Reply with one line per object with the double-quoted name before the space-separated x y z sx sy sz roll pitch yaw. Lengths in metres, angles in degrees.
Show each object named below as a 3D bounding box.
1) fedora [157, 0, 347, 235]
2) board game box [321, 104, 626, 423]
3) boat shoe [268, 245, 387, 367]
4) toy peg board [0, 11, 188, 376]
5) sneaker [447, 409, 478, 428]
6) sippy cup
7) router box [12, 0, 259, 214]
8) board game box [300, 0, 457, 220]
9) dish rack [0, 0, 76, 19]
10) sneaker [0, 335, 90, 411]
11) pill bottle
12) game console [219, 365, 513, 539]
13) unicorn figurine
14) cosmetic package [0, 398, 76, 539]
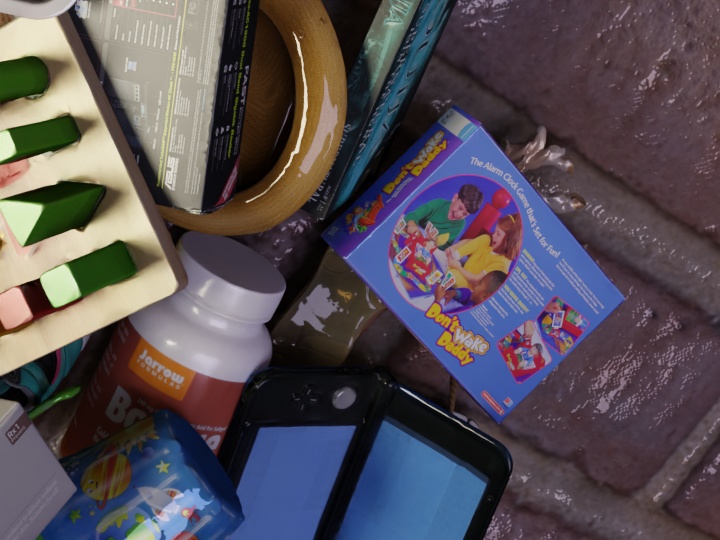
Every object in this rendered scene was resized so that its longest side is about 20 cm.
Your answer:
"fedora" -0.091 -0.126 1.488 0.200 0.082 0.202 3 101 15
"board game box" 0.084 -0.002 1.584 0.134 0.045 0.200 -44 123 -2
"boat shoe" 0.000 0.001 1.630 0.072 0.068 0.200 39 102 -9
"toy peg board" -0.247 -0.036 1.390 0.199 0.098 0.201 -24 90 22
"sneaker" 0.011 0.143 1.687 0.199 0.091 0.078 15 144 -26
"sippy cup" -0.156 0.168 1.507 0.130 0.140 0.178 -36 129 4
"router box" -0.147 -0.148 1.420 0.149 0.062 0.201 13 104 16
"board game box" 0.022 -0.141 1.518 0.028 0.135 0.201 28 112 8
"dish rack" -0.255 -0.255 1.356 0.199 0.044 0.172 13 102 -3
"sneaker" -0.266 0.029 1.504 0.083 0.121 0.200 -6 137 31
"pill bottle" -0.133 0.077 1.595 0.112 0.112 0.201 16 112 -28
"game console" -0.013 0.181 1.599 0.170 0.118 0.201 1 121 -34
"unicorn figurine" 0.106 -0.010 1.666 0.137 0.074 0.201 -15 108 -3
"cosmetic package" -0.292 0.136 1.424 0.107 0.199 0.090 -49 129 -29
